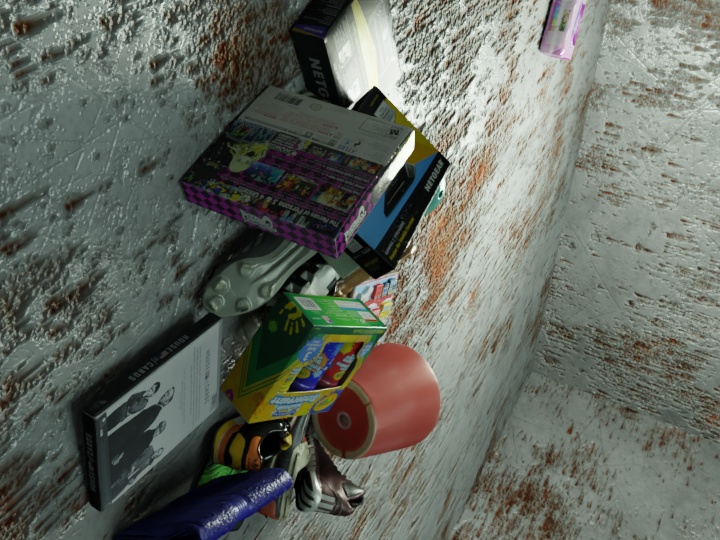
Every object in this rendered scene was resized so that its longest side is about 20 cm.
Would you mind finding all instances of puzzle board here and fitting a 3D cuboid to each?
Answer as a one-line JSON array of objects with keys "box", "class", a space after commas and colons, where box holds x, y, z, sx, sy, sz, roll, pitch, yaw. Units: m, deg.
[{"box": [0.017, 0.086, 1.391, 0.199, 0.017, 0.154, -14, 120, -64], "class": "puzzle board"}]

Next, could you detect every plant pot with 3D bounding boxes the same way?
[{"box": [0.018, 0.243, 1.317, 0.176, 0.198, 0.204, -10, 117, -54], "class": "plant pot"}]

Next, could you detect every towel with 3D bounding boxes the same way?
[{"box": [-0.189, 0.309, 0.924, 0.199, 0.145, 0.051, -14, 89, -62], "class": "towel"}]

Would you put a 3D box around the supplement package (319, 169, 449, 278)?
[{"box": [0.016, -0.110, 1.045, 0.121, 0.120, 0.200, -36, -170, 48], "class": "supplement package"}]

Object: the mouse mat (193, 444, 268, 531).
[{"box": [-0.192, 0.314, 1.099, 0.163, 0.007, 0.200, -68, 157, -8], "class": "mouse mat"}]

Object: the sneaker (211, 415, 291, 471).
[{"box": [-0.128, 0.229, 1.061, 0.200, 0.088, 0.071, -35, 134, -59], "class": "sneaker"}]

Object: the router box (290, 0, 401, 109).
[{"box": [-0.011, -0.288, 0.985, 0.159, 0.051, 0.201, -59, 155, -25], "class": "router box"}]

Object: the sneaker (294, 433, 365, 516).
[{"box": [-0.051, 0.351, 1.221, 0.200, 0.114, 0.077, -111, -135, -73], "class": "sneaker"}]

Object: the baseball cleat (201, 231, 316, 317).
[{"box": [-0.119, -0.015, 0.931, 0.198, 0.106, 0.071, -34, 113, -14], "class": "baseball cleat"}]

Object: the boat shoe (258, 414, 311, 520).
[{"box": [-0.111, 0.293, 1.155, 0.071, 0.062, 0.203, -162, -87, -81], "class": "boat shoe"}]

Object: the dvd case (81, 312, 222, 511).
[{"box": [-0.230, 0.157, 0.840, 0.200, 0.024, 0.152, -42, 150, -49], "class": "dvd case"}]

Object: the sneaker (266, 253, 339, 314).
[{"box": [-0.071, 0.010, 1.069, 0.199, 0.073, 0.090, -37, 147, -41], "class": "sneaker"}]

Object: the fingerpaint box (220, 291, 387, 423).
[{"box": [-0.074, 0.123, 1.038, 0.168, 0.073, 0.199, -55, 153, 14], "class": "fingerpaint box"}]

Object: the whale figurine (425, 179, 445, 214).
[{"box": [0.078, -0.117, 1.260, 0.202, 0.102, 0.160, -60, 156, -24], "class": "whale figurine"}]

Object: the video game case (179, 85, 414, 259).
[{"box": [-0.066, -0.116, 0.805, 0.182, 0.197, 0.036, -56, 155, -32], "class": "video game case"}]

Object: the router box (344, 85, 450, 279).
[{"box": [0.018, -0.113, 0.926, 0.051, 0.149, 0.202, -29, -155, 50], "class": "router box"}]

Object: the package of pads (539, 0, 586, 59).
[{"box": [0.539, -0.664, 1.935, 0.120, 0.075, 0.204, -22, 128, -59], "class": "package of pads"}]

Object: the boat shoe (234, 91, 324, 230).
[{"box": [-0.086, -0.135, 0.921, 0.203, 0.060, 0.072, -62, 155, -21], "class": "boat shoe"}]

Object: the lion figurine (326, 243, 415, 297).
[{"box": [0.000, 0.000, 1.129, 0.199, 0.073, 0.123, -38, -175, 24], "class": "lion figurine"}]
